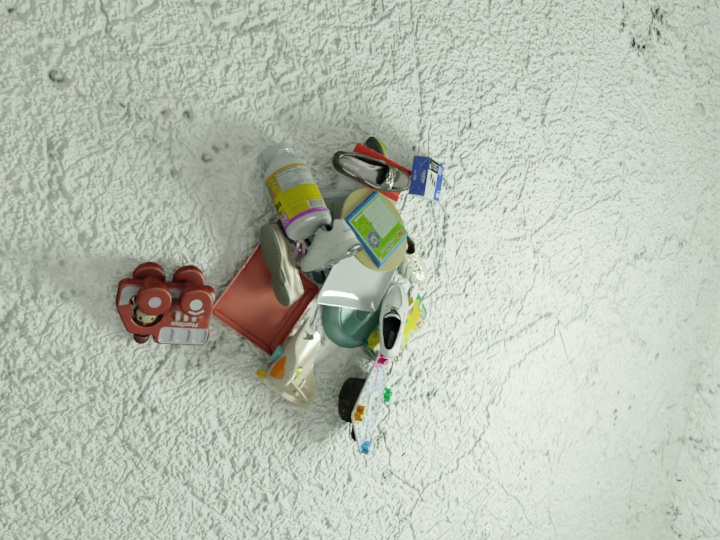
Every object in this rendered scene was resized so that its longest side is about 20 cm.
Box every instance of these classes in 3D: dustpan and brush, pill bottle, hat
[{"bbox_3d":[-0.078,-0.085,1.327,0.138,0.057,0.202,-3,122,-4],"label":"dustpan and brush"},{"bbox_3d":[-0.147,-0.175,1.238,0.104,0.104,0.201,-16,74,-29],"label":"pill bottle"},{"bbox_3d":[-0.013,0.335,1.473,0.200,0.080,0.203,12,90,-70],"label":"hat"}]

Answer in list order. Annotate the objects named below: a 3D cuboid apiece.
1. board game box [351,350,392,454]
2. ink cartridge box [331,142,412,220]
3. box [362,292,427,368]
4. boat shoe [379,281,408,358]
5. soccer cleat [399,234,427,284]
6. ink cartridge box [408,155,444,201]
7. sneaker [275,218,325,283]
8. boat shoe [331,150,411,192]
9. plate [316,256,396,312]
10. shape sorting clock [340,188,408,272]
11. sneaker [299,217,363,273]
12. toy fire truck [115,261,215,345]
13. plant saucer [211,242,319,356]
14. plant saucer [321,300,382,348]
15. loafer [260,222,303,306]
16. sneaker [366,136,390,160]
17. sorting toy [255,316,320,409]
[{"bbox_3d":[0.035,0.342,1.450,0.201,0.026,0.201,81,29,-45],"label":"board game box"},{"bbox_3d":[0.016,-0.178,1.355,0.160,0.050,0.201,24,110,-18],"label":"ink cartridge box"},{"bbox_3d":[0.099,0.154,1.514,0.200,0.048,0.118,-46,143,-15],"label":"box"},{"bbox_3d":[0.085,0.117,1.428,0.073,0.065,0.202,1,68,4],"label":"boat shoe"},{"bbox_3d":[0.129,-0.035,1.497,0.069,0.077,0.201,-44,120,-17],"label":"soccer cleat"},{"bbox_3d":[0.171,-0.230,1.437,0.200,0.044,0.095,-11,111,-72],"label":"ink cartridge box"},{"bbox_3d":[-0.152,-0.038,1.338,0.082,0.070,0.201,-26,121,6],"label":"sneaker"},{"bbox_3d":[0.029,-0.225,1.305,0.198,0.057,0.067,17,95,-14],"label":"boat shoe"},{"bbox_3d":[0.000,0.000,1.376,0.199,0.032,0.201,12,111,-41],"label":"plate"},{"bbox_3d":[0.032,-0.093,1.299,0.199,0.039,0.202,17,61,-33],"label":"shape sorting clock"},{"bbox_3d":[-0.073,-0.052,1.237,0.074,0.199,0.088,-21,86,-44],"label":"sneaker"},{"bbox_3d":[-0.403,0.084,1.174,0.198,0.112,0.169,5,115,-31],"label":"toy fire truck"},{"bbox_3d":[-0.223,0.066,1.319,0.199,0.037,0.201,41,77,-31],"label":"plant saucer"},{"bbox_3d":[-0.006,0.109,1.467,0.198,0.036,0.202,-7,103,-31],"label":"plant saucer"},{"bbox_3d":[-0.175,-0.019,1.278,0.063,0.071,0.202,-32,123,-41],"label":"loafer"},{"bbox_3d":[0.024,-0.228,1.398,0.080,0.074,0.202,-6,101,-28],"label":"sneaker"},{"bbox_3d":[-0.150,0.208,1.351,0.181,0.106,0.200,-62,159,-22],"label":"sorting toy"}]
